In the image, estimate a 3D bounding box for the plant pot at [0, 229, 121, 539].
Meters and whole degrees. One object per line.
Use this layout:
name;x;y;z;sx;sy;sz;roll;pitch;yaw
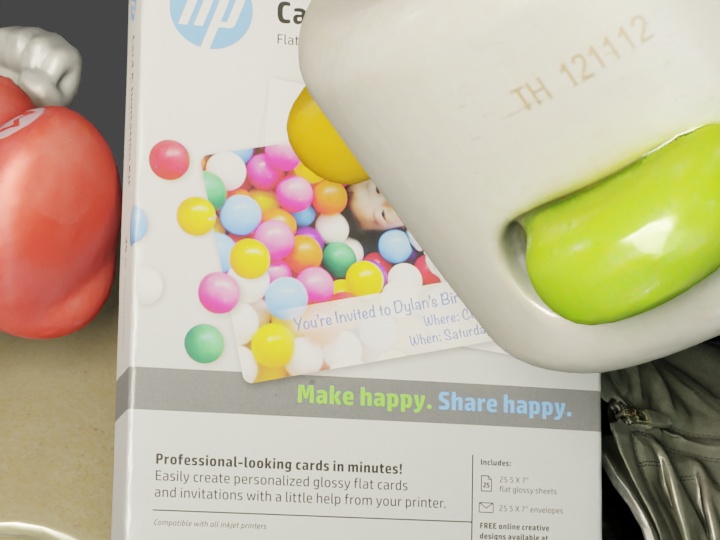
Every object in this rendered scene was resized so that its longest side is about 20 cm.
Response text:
plant pot;-0.101;0.092;0.896;0.187;0.200;0.187;1;108;4

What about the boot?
boot;0.125;0.105;0.864;0.068;0.131;0.200;-42;62;30

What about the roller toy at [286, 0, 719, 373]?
roller toy;0.080;-0.075;0.719;0.182;0.200;0.140;-41;105;-13

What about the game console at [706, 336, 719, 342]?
game console;0.218;0.068;0.958;0.176;0.116;0.200;9;112;-30

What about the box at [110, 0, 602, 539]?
box;0.000;0.000;0.808;0.156;0.041;0.200;4;77;-14

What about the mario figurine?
mario figurine;-0.161;-0.022;0.854;0.200;0.106;0.124;-20;66;47
